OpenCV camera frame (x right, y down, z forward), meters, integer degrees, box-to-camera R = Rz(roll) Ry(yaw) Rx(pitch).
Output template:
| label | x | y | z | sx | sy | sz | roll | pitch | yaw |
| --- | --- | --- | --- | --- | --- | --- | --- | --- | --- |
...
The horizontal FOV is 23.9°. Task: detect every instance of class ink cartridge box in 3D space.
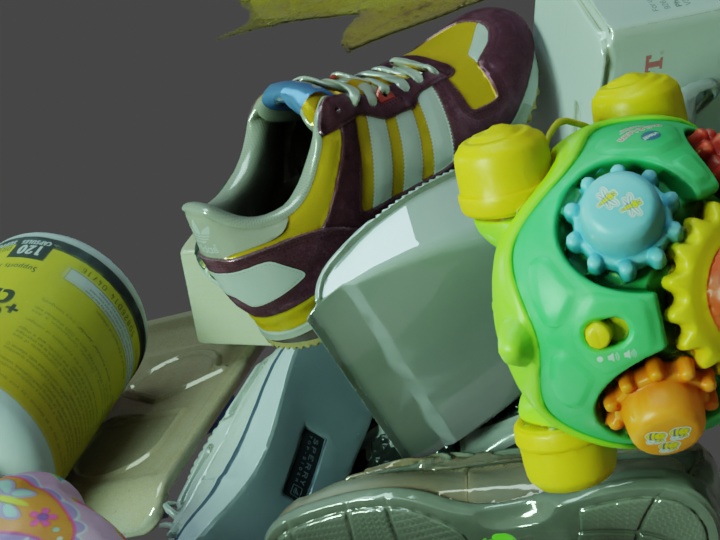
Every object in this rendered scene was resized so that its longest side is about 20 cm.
| label | x | y | z | sx | sy | sz | roll | pitch | yaw |
| --- | --- | --- | --- | --- | --- | --- | --- | --- | --- |
| ink cartridge box | 0.184 | -0.090 | 0.802 | 0.199 | 0.146 | 0.088 | -14 | 43 | -14 |

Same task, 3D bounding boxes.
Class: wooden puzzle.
| label | x | y | z | sx | sy | sz | roll | pitch | yaw |
| --- | --- | --- | --- | --- | --- | --- | --- | --- | --- |
| wooden puzzle | -0.153 | 0.104 | 1.014 | 0.184 | 0.046 | 0.200 | -14 | 28 | 26 |

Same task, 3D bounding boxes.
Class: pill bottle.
| label | x | y | z | sx | sy | sz | roll | pitch | yaw |
| --- | --- | --- | --- | --- | --- | --- | --- | --- | --- |
| pill bottle | -0.202 | 0.075 | 0.928 | 0.111 | 0.112 | 0.200 | -13 | 28 | 27 |

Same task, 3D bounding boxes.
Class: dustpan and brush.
| label | x | y | z | sx | sy | sz | roll | pitch | yaw |
| --- | --- | --- | --- | --- | --- | --- | --- | --- | --- |
| dustpan and brush | 0.077 | -0.015 | 0.721 | 0.199 | 0.140 | 0.057 | -30 | 50 | 2 |

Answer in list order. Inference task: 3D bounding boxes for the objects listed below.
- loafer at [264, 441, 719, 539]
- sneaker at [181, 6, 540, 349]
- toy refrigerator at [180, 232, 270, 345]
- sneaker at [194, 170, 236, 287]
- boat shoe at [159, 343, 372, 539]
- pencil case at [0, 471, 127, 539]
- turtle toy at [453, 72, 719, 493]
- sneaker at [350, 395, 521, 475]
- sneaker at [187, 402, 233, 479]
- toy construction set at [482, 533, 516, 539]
| label | x | y | z | sx | sy | sz | roll | pitch | yaw |
| --- | --- | --- | --- | --- | --- | --- | --- | --- | --- |
| loafer | 0.058 | 0.109 | 0.735 | 0.199 | 0.072 | 0.063 | -8 | 23 | 18 |
| sneaker | 0.005 | -0.063 | 0.747 | 0.075 | 0.090 | 0.200 | 7 | 52 | 47 |
| toy refrigerator | 0.005 | 0.003 | 0.988 | 0.199 | 0.070 | 0.076 | 0 | 29 | 18 |
| sneaker | 0.000 | 0.000 | 0.841 | 0.199 | 0.085 | 0.075 | 13 | 72 | 42 |
| boat shoe | -0.061 | 0.117 | 0.807 | 0.086 | 0.074 | 0.203 | -26 | 37 | 52 |
| pencil case | -0.104 | 0.162 | 0.687 | 0.087 | 0.088 | 0.200 | -33 | 42 | -22 |
| turtle toy | 0.131 | -0.003 | 0.654 | 0.199 | 0.147 | 0.101 | -23 | 15 | -32 |
| sneaker | 0.069 | 0.084 | 0.802 | 0.199 | 0.080 | 0.074 | -28 | 46 | 31 |
| sneaker | -0.006 | 0.069 | 0.899 | 0.200 | 0.082 | 0.074 | -45 | -10 | 7 |
| toy construction set | 0.099 | 0.134 | 0.613 | 0.199 | 0.092 | 0.131 | -28 | 18 | 21 |
